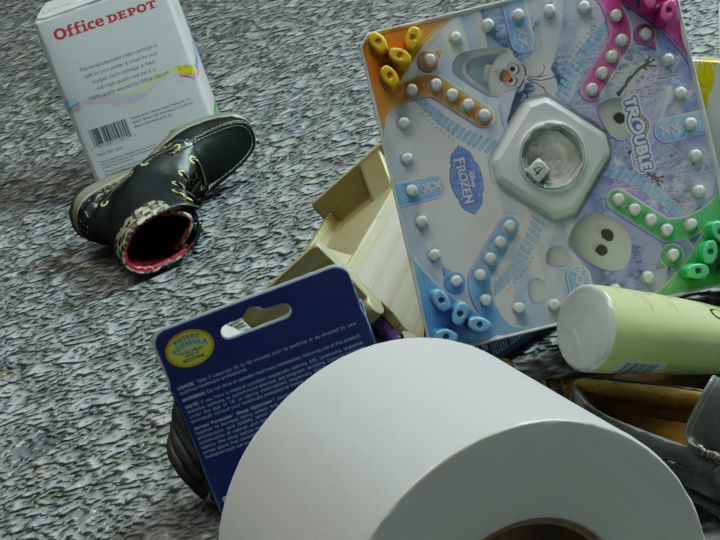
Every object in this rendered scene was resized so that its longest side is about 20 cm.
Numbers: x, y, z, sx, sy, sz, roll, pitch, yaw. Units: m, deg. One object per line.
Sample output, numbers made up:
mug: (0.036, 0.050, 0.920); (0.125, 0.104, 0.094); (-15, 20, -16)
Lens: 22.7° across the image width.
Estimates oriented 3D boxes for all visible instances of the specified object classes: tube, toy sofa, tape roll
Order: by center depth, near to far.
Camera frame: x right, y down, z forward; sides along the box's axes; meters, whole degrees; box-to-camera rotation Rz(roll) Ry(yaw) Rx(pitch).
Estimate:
tape roll: (0.047, 0.146, 0.860); (0.201, 0.204, 0.139); (-27, 24, -17)
tube: (0.207, 0.040, 1.086); (0.198, 0.052, 0.058); (7, 46, -35)
toy sofa: (0.000, 0.000, 1.252); (0.083, 0.098, 0.200); (-40, 11, 28)

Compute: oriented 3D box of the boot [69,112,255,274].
boot: (-0.167, -0.071, 1.708); (0.202, 0.074, 0.154); (-30, 27, -14)

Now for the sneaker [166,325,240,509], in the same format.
sneaker: (-0.056, 0.130, 1.170); (0.070, 0.100, 0.200); (-18, 48, -39)

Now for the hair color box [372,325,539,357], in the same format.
hair color box: (0.053, 0.038, 1.283); (0.199, 0.061, 0.100); (-32, 23, -26)

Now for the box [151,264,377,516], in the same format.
box: (-0.033, 0.099, 1.034); (0.120, 0.202, 0.032); (-19, 22, -1)

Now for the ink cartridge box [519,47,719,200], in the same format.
ink cartridge box: (0.195, -0.069, 1.184); (0.198, 0.146, 0.147); (3, 6, 1)

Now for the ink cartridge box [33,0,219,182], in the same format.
ink cartridge box: (-0.240, -0.204, 1.896); (0.143, 0.202, 0.084); (-17, 23, 4)

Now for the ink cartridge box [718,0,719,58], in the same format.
ink cartridge box: (0.340, -0.145, 1.376); (0.115, 0.202, 0.068); (-7, -18, 29)

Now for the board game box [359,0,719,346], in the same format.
board game box: (0.117, -0.069, 1.090); (0.198, 0.202, 0.026); (-13, -2, -1)

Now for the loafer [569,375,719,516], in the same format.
loafer: (0.204, 0.095, 1.012); (0.198, 0.073, 0.073); (-5, 25, 31)

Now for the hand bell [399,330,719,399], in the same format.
hand bell: (0.129, 0.078, 1.133); (0.198, 0.105, 0.104); (-7, 22, -3)
